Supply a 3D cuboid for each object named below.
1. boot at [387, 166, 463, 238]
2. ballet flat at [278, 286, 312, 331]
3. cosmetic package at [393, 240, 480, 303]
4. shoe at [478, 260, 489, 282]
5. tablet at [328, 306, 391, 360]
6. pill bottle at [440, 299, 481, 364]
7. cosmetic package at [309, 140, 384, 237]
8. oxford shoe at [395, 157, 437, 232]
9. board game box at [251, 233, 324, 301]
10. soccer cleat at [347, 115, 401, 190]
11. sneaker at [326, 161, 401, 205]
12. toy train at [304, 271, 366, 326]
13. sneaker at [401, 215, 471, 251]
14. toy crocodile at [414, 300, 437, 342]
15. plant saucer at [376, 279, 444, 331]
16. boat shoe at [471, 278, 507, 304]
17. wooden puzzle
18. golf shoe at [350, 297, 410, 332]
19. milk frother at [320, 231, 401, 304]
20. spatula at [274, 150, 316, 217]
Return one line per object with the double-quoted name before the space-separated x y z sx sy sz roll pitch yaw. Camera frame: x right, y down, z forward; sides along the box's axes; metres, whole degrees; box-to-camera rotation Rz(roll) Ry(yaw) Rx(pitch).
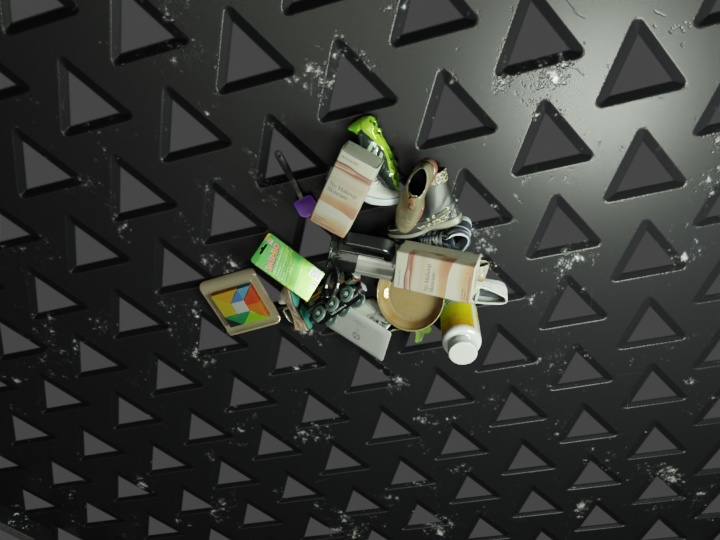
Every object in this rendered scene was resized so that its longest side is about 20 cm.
"boot" 0.149 -0.173 1.568 0.201 0.074 0.155 -13 116 15
"ballet flat" -0.200 0.100 1.777 0.066 0.068 0.202 -7 122 17
"cosmetic package" 0.192 0.002 1.530 0.198 0.087 0.105 11 116 18
"shoe" 0.267 -0.015 1.643 0.198 0.070 0.054 10 128 -33
"tablet" -0.006 0.174 1.780 0.199 0.014 0.131 31 135 18
"pill bottle" 0.278 0.165 1.702 0.108 0.201 0.110 2 124 3
"cosmetic package" -0.035 -0.196 1.480 0.102 0.087 0.201 27 119 0
"oxford shoe" 0.123 -0.177 1.492 0.070 0.075 0.202 25 119 13
"board game box" -0.202 -0.009 1.694 0.199 0.030 0.096 38 77 -22
"soccer cleat" 0.037 -0.285 1.506 0.080 0.068 0.201 -15 116 26
"sneaker" 0.012 -0.221 1.539 0.197 0.073 0.071 14 128 -5
"toy train" -0.072 0.074 1.720 0.199 0.115 0.085 -35 145 21
"sneaker" 0.199 -0.073 1.603 0.198 0.109 0.071 -20 120 17
"toy crocodile" 0.186 0.119 1.760 0.061 0.068 0.202 15 122 -2
"plant saucer" 0.143 0.067 1.703 0.198 0.035 0.203 3 97 23
"boat shoe" 0.316 0.055 1.704 0.197 0.066 0.074 4 125 -1
"wooden puzzle" -0.356 0.099 1.804 0.183 0.037 0.202 -15 121 14
"golf shoe" 0.057 0.136 1.763 0.197 0.098 0.079 0 126 6
"milk frother" 0.000 0.000 1.603 0.186 0.181 0.203 11 91 -3
"spatula" -0.171 -0.223 1.581 0.056 0.021 0.201 -25 117 5
